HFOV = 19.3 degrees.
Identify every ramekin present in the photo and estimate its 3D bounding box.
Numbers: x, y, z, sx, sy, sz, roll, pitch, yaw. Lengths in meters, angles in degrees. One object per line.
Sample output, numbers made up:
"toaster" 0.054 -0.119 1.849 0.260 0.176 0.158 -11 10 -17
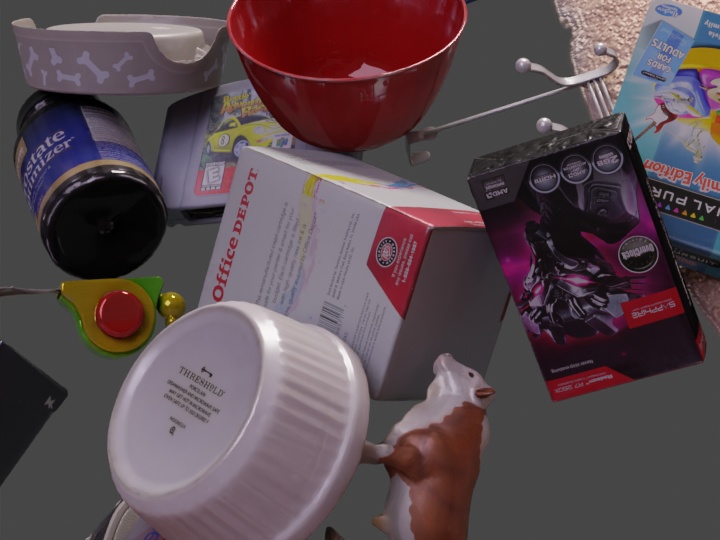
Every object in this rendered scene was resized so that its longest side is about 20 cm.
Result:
"ramekin" -0.099 0.115 1.557 0.202 0.094 0.203 -26 47 31

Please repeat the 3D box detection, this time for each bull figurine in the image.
"bull figurine" 0.040 0.163 1.585 0.065 0.121 0.200 -158 70 -73

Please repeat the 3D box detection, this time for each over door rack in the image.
"over door rack" 0.135 -0.094 1.745 0.200 0.067 0.148 -24 54 12

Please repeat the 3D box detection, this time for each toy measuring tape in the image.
"toy measuring tape" -0.248 0.045 1.823 0.200 0.074 0.074 -4 54 -14

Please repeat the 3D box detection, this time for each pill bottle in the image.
"pill bottle" -0.247 -0.086 1.887 0.112 0.112 0.200 -36 37 3

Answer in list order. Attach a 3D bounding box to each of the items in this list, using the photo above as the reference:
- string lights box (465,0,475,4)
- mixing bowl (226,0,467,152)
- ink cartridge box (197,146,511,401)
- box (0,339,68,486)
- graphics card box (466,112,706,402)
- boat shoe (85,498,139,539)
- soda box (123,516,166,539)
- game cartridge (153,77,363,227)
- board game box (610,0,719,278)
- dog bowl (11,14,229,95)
"string lights box" 0.018 -0.268 1.875 0.200 0.103 0.059 -19 39 16
"mixing bowl" -0.010 -0.171 1.785 0.200 0.109 0.200 -1 39 1
"ink cartridge box" 0.000 0.000 1.681 0.200 0.145 0.146 25 104 34
"box" -0.401 0.125 1.853 0.200 0.117 0.197 26 76 34
"graphics card box" 0.173 -0.008 1.601 0.125 0.200 0.051 -16 18 18
"boat shoe" -0.215 0.271 1.719 0.200 0.072 0.068 -61 19 -7
"soda box" -0.139 0.221 1.644 0.063 0.070 0.200 2 36 27
"game cartridge" -0.092 -0.109 1.887 0.200 0.041 0.133 -5 56 24
"board game box" 0.270 -0.102 1.661 0.151 0.047 0.200 18 70 8
"dog bowl" -0.213 -0.196 1.911 0.200 0.200 0.059 8 103 30
